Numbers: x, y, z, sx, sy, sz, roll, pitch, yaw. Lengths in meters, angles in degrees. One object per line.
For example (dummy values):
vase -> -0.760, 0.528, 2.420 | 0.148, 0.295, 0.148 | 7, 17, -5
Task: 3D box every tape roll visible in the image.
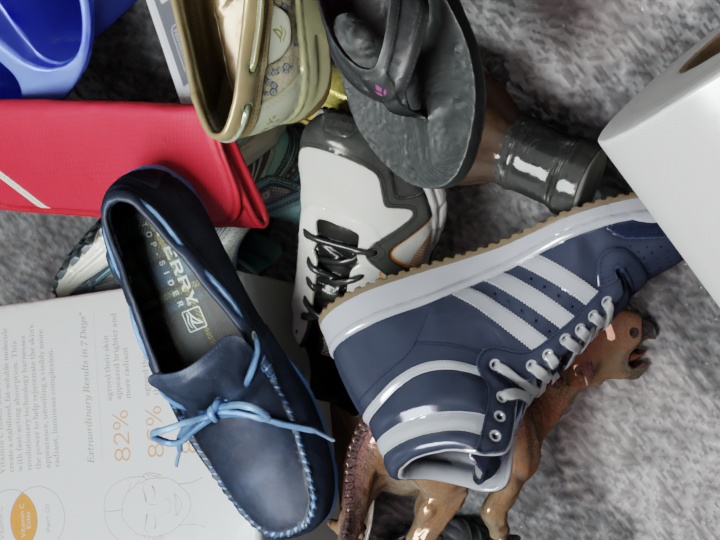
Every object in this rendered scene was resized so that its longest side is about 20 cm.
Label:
tape roll -> 0.220, -0.062, 1.016 | 0.202, 0.203, 0.139 | -35, 95, 38

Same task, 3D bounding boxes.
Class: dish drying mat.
dish drying mat -> -0.139, -0.056, 1.244 | 0.199, 0.018, 0.077 | 5, 131, 38

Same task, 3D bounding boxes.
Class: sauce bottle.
sauce bottle -> 0.029, -0.082, 1.207 | 0.199, 0.065, 0.065 | 26, 125, 15

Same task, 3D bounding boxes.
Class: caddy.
caddy -> -0.210, -0.178, 1.269 | 0.141, 0.105, 0.200 | -34, 95, 37

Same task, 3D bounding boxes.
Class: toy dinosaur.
toy dinosaur -> 0.048, 0.078, 1.225 | 0.086, 0.199, 0.136 | 36, 134, 40

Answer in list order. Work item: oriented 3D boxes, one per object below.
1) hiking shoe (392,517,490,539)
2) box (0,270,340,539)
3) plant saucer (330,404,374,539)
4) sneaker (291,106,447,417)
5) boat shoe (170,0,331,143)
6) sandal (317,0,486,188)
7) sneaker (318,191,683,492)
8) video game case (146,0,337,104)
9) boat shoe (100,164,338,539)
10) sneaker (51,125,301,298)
hiking shoe -> 0.036, 0.230, 1.373 | 0.100, 0.076, 0.201 | 20, 115, -24
box -> -0.124, 0.091, 1.304 | 0.199, 0.106, 0.153 | -8, 81, 24
plant saucer -> -0.076, 0.126, 1.353 | 0.199, 0.032, 0.202 | -3, 83, 26
sneaker -> 0.000, 0.000, 1.215 | 0.073, 0.080, 0.201 | 21, 147, 26
boat shoe -> -0.064, -0.162, 1.112 | 0.073, 0.063, 0.201 | -5, 104, 42
sandal -> 0.005, -0.133, 1.089 | 0.075, 0.048, 0.202 | -13, 90, 41
sneaker -> 0.089, 0.039, 1.163 | 0.199, 0.070, 0.109 | -19, 67, -2
video game case -> -0.049, -0.193, 1.173 | 0.181, 0.023, 0.201 | -28, 76, 37
boat shoe -> -0.082, 0.048, 1.177 | 0.084, 0.069, 0.201 | -33, 89, 16
sneaker -> -0.095, -0.016, 1.310 | 0.086, 0.078, 0.200 | 44, 133, -10
